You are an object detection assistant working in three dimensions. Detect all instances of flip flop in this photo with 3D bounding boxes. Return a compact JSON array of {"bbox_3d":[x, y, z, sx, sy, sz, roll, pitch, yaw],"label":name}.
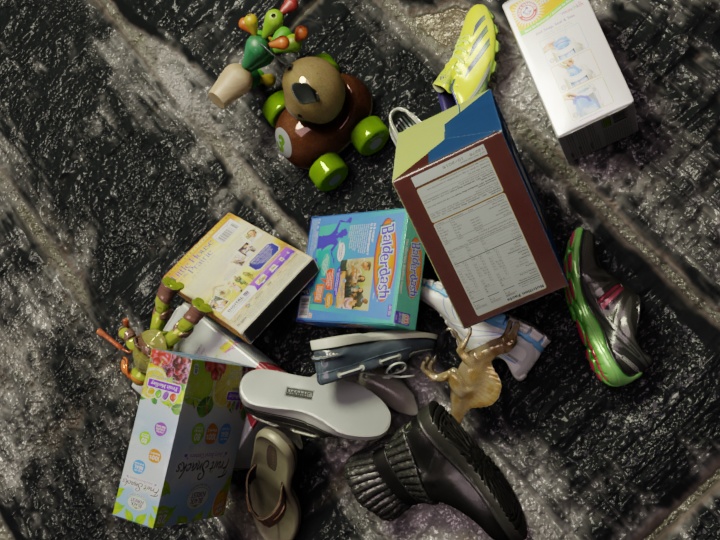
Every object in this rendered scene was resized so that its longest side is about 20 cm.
[{"bbox_3d":[-0.121,0.293,1.121,0.080,0.058,0.202,21,128,20],"label":"flip flop"}]

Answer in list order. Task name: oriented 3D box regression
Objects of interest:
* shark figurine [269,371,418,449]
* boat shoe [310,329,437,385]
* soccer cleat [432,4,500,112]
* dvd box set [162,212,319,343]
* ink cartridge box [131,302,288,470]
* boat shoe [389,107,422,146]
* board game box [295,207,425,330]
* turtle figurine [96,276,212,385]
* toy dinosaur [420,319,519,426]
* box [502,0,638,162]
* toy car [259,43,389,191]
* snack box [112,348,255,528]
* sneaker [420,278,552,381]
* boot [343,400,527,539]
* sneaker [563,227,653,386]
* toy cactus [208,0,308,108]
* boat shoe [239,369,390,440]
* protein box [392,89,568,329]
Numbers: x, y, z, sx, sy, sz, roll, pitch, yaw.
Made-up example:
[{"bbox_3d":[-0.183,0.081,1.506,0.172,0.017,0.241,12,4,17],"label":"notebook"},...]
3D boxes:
[{"bbox_3d":[-0.040,0.157,1.150,0.212,0.089,0.130,-18,72,14],"label":"shark figurine"},{"bbox_3d":[0.023,0.109,1.090,0.074,0.198,0.063,-9,85,45],"label":"boat shoe"},{"bbox_3d":[0.143,-0.274,1.172,0.082,0.065,0.203,7,82,-9],"label":"soccer cleat"},{"bbox_3d":[-0.173,0.006,1.205,0.199,0.030,0.147,26,65,39],"label":"dvd box set"},{"bbox_3d":[-0.204,0.163,1.210,0.199,0.083,0.147,35,93,23],"label":"ink cartridge box"},{"bbox_3d":[0.101,-0.143,1.171,0.072,0.062,0.200,-44,69,7],"label":"boat shoe"},{"bbox_3d":[0.000,0.000,1.146,0.199,0.045,0.154,-1,78,48],"label":"board game box"},{"bbox_3d":[-0.282,0.093,1.160,0.199,0.064,0.162,37,104,25],"label":"turtle figurine"},{"bbox_3d":[0.126,0.141,1.066,0.101,0.058,0.202,32,113,19],"label":"toy dinosaur"},{"bbox_3d":[0.273,-0.263,1.105,0.100,0.112,0.202,-23,73,16],"label":"box"},{"bbox_3d":[-0.076,-0.233,1.181,0.157,0.200,0.165,-40,68,8],"label":"toy car"},{"bbox_3d":[-0.215,0.209,1.069,0.067,0.168,0.203,11,85,22],"label":"snack box"},{"bbox_3d":[0.142,0.078,1.108,0.198,0.075,0.088,28,95,23],"label":"sneaker"},{"bbox_3d":[0.094,0.284,1.074,0.158,0.079,0.212,-41,84,20],"label":"boot"},{"bbox_3d":[0.307,0.042,1.061,0.083,0.077,0.203,-15,77,-1],"label":"sneaker"},{"bbox_3d":[-0.160,-0.306,1.226,0.102,0.200,0.165,44,68,-13],"label":"toy cactus"},{"bbox_3d":[-0.058,0.177,1.089,0.197,0.064,0.071,14,54,8],"label":"boat shoe"},{"bbox_3d":[0.142,-0.079,1.028,0.134,0.199,0.202,-23,111,14],"label":"protein box"}]
